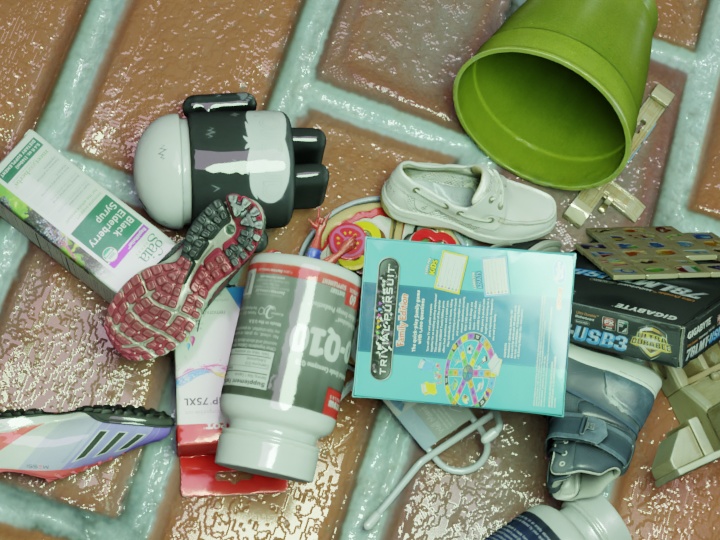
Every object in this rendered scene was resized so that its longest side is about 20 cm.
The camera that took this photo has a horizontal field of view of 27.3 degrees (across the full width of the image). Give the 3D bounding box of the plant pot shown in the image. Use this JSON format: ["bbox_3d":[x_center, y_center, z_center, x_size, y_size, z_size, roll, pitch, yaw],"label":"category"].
[{"bbox_3d":[0.228,-0.226,1.592,0.199,0.201,0.194,29,60,2],"label":"plant pot"}]

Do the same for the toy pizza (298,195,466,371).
[{"bbox_3d":[0.029,0.014,1.562,0.198,0.032,0.202,2,73,-7],"label":"toy pizza"}]

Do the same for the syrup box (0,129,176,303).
[{"bbox_3d":[-0.282,-0.044,1.512,0.200,0.082,0.079,38,73,6],"label":"syrup box"}]

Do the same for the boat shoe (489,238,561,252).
[{"bbox_3d":[0.143,0.004,1.531,0.060,0.074,0.200,27,33,25],"label":"boat shoe"}]

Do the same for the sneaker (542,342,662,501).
[{"bbox_3d":[0.179,0.141,1.459,0.201,0.077,0.147,16,66,20],"label":"sneaker"}]

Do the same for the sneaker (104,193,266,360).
[{"bbox_3d":[-0.164,0.012,1.445,0.200,0.075,0.081,-42,87,4],"label":"sneaker"}]

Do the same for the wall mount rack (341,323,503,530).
[{"bbox_3d":[0.038,0.153,1.477,0.173,0.075,0.200,-36,103,12],"label":"wall mount rack"}]

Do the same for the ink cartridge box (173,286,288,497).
[{"bbox_3d":[-0.129,0.121,1.489,0.115,0.067,0.202,-2,74,-8],"label":"ink cartridge box"}]

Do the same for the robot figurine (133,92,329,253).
[{"bbox_3d":[-0.134,-0.102,1.530,0.198,0.151,0.126,-2,117,-9],"label":"robot figurine"}]

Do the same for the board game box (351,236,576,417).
[{"bbox_3d":[0.098,0.052,1.395,0.198,0.047,0.152,5,88,7],"label":"board game box"}]

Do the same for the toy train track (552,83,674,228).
[{"bbox_3d":[0.290,-0.132,1.642,0.114,0.033,0.200,36,71,4],"label":"toy train track"}]

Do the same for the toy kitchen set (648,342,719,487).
[{"bbox_3d":[0.333,0.101,1.487,0.162,0.200,0.181,-22,77,-14],"label":"toy kitchen set"}]

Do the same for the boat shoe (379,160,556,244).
[{"bbox_3d":[0.124,-0.078,1.571,0.198,0.069,0.071,5,56,-16],"label":"boat shoe"}]

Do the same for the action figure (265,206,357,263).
[{"bbox_3d":[0.000,0.000,1.509,0.198,0.065,0.100,19,89,0],"label":"action figure"}]

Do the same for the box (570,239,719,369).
[{"bbox_3d":[0.273,0.028,1.476,0.198,0.199,0.050,-21,117,-50],"label":"box"}]

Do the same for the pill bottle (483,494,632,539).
[{"bbox_3d":[0.166,0.300,1.450,0.199,0.111,0.111,-32,80,-16],"label":"pill bottle"}]

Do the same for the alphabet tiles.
[{"bbox_3d":[0.310,-0.020,1.536,0.166,0.200,0.008,-2,105,-8],"label":"alphabet tiles"}]

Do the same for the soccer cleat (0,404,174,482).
[{"bbox_3d":[-0.282,0.172,1.460,0.198,0.068,0.074,-2,90,-8],"label":"soccer cleat"}]

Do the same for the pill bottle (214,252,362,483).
[{"bbox_3d":[-0.070,0.094,1.406,0.113,0.114,0.202,12,79,-4],"label":"pill bottle"}]
